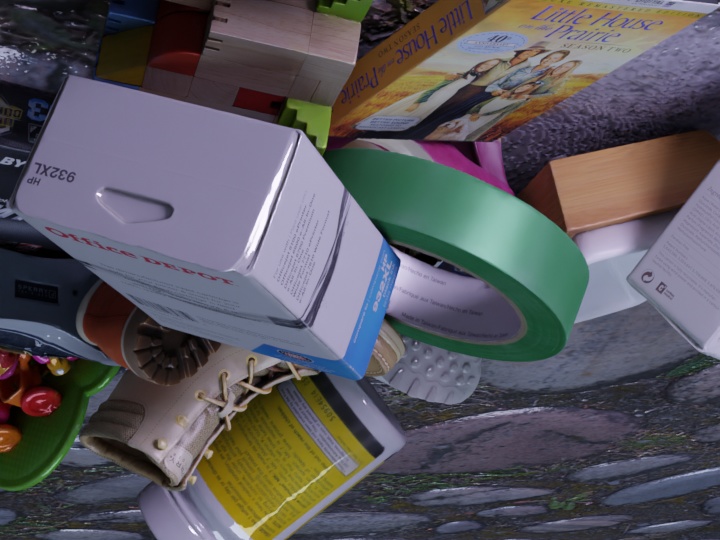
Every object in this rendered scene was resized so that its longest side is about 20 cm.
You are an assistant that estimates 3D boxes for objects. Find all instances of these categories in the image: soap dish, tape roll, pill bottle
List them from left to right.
[{"bbox_3d":[-0.073,0.154,1.233,0.200,0.114,0.114,-39,156,2],"label":"pill bottle"},{"bbox_3d":[0.044,-0.007,0.981,0.200,0.048,0.200,20,160,8],"label":"tape roll"},{"bbox_3d":[0.170,-0.024,1.101,0.157,0.081,0.200,-13,164,-21],"label":"soap dish"}]

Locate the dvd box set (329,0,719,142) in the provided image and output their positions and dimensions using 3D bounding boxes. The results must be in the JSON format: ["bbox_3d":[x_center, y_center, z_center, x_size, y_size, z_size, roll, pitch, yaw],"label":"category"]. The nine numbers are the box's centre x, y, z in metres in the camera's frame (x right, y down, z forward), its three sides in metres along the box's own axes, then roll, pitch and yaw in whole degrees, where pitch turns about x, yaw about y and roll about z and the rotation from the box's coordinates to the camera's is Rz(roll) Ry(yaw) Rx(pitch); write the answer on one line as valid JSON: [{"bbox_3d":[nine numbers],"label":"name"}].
[{"bbox_3d":[0.085,-0.125,0.881,0.146,0.029,0.200,-2,162,-38],"label":"dvd box set"}]

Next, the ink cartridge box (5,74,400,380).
[{"bbox_3d":[-0.078,-0.019,0.855,0.145,0.084,0.200,15,166,21],"label":"ink cartridge box"}]

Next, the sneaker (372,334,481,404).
[{"bbox_3d":[0.000,0.041,1.173,0.200,0.076,0.080,28,167,-12],"label":"sneaker"}]

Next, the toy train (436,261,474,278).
[{"bbox_3d":[0.000,0.000,1.101,0.200,0.046,0.034,15,153,-1],"label":"toy train"}]

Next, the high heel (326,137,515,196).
[{"bbox_3d":[0.024,-0.057,0.989,0.067,0.096,0.200,-21,155,40],"label":"high heel"}]

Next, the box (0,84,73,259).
[{"bbox_3d":[-0.228,-0.053,1.017,0.200,0.050,0.198,10,157,-39],"label":"box"}]

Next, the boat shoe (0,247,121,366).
[{"bbox_3d":[-0.237,0.028,1.088,0.091,0.071,0.200,-17,154,41],"label":"boat shoe"}]

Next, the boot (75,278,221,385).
[{"bbox_3d":[-0.107,-0.012,1.042,0.107,0.200,0.075,11,139,51],"label":"boot"}]

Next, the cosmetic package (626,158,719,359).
[{"bbox_3d":[0.278,-0.037,0.979,0.113,0.081,0.200,20,112,-48],"label":"cosmetic package"}]

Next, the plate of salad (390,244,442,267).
[{"bbox_3d":[0.015,-0.019,1.169,0.200,0.048,0.200,-5,161,-2],"label":"plate of salad"}]

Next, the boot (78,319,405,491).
[{"bbox_3d":[-0.082,0.080,1.038,0.200,0.156,0.073,11,145,29],"label":"boot"}]

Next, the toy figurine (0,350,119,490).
[{"bbox_3d":[-0.323,0.072,1.265,0.200,0.150,0.184,-39,137,22],"label":"toy figurine"}]

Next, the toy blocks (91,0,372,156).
[{"bbox_3d":[-0.083,-0.115,0.833,0.137,0.100,0.200,12,158,-11],"label":"toy blocks"}]
